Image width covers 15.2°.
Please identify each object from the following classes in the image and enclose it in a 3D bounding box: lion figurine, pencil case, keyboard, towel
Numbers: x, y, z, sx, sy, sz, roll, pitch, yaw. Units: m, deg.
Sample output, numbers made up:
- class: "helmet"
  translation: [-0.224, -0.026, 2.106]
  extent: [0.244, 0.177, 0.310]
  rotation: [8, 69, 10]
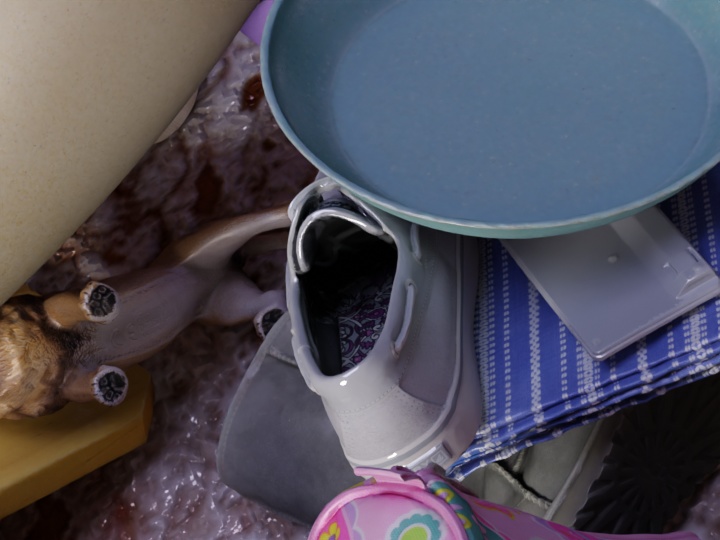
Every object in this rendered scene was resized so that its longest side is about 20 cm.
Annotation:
- class: "lion figurine"
  translation: [-0.101, 0.017, 1.201]
  extent: [0.122, 0.200, 0.073]
  rotation: [-6, 97, 60]
- class: "pencil case"
  translation: [0.065, 0.121, 0.941]
  extent: [0.087, 0.200, 0.088]
  rotation: [-15, 67, 39]
- class: "keyboard"
  translation: [0.074, -0.031, 1.056]
  extent: [0.056, 0.011, 0.200]
  rotation: [-34, 37, -1]
- class: "towel"
  translation: [0.096, 0.006, 1.037]
  extent: [0.200, 0.024, 0.145]
  rotation: [-23, 36, 18]

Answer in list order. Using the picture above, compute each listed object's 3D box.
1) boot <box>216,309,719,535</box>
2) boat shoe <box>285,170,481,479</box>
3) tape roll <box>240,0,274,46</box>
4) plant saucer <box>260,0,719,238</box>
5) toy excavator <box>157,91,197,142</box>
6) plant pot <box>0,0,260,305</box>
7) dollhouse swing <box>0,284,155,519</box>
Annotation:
- class: "boot"
  translation: [0.050, 0.049, 1.101]
  extent: [0.182, 0.073, 0.200]
  rotation: [-53, 39, -8]
- class: "boat shoe"
  translation: [0.000, 0.000, 1.043]
  extent: [0.072, 0.069, 0.200]
  rotation: [-22, 35, 18]
- class: "tape roll"
  translation: [0.021, -0.175, 1.203]
  extent: [0.200, 0.066, 0.200]
  rotation: [-47, 17, 20]
- class: "plant saucer"
  translation: [0.061, -0.077, 1.048]
  extent: [0.199, 0.036, 0.200]
  rotation: [-3, 47, 3]
- class: "toy excavator"
  translation: [-0.173, -0.141, 1.377]
  extent: [0.194, 0.100, 0.201]
  rotation: [-16, 67, 26]
- class: "plant pot"
  translation: [-0.156, -0.087, 1.121]
  extent: [0.187, 0.187, 0.200]
  rotation: [23, 84, 43]
- class: "dollhouse swing"
  translation: [-0.207, 0.121, 1.254]
  extent: [0.200, 0.175, 0.182]
  rotation: [30, 123, 43]
